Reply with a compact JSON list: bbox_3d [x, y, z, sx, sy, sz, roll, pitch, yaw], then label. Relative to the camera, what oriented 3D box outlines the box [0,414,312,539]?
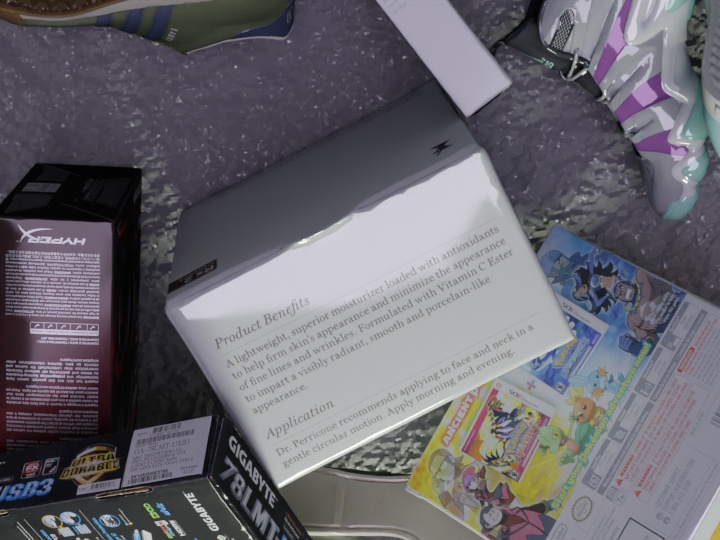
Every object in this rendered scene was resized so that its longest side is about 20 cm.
[{"bbox_3d":[-0.129,0.174,0.890,0.197,0.050,0.200,-11,134,21],"label":"box"}]

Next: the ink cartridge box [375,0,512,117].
[{"bbox_3d":[0.017,-0.180,0.904,0.039,0.099,0.200,-36,91,8],"label":"ink cartridge box"}]

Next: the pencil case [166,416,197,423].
[{"bbox_3d":[-0.151,0.189,1.029,0.087,0.078,0.200,42,101,12],"label":"pencil case"}]

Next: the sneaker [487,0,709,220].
[{"bbox_3d":[0.145,-0.127,0.963,0.139,0.078,0.202,-6,97,0],"label":"sneaker"}]

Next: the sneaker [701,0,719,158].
[{"bbox_3d":[0.243,-0.141,0.929,0.073,0.201,0.082,12,143,20],"label":"sneaker"}]

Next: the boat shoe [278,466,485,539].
[{"bbox_3d":[0.030,0.172,1.032,0.198,0.057,0.067,9,67,6],"label":"boat shoe"}]

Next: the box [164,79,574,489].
[{"bbox_3d":[0.000,0.000,0.921,0.198,0.200,0.131,-27,108,5],"label":"box"}]

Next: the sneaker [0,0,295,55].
[{"bbox_3d":[-0.132,-0.164,0.932,0.199,0.090,0.068,-2,64,20],"label":"sneaker"}]

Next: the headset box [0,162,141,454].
[{"bbox_3d":[-0.182,0.046,0.949,0.074,0.149,0.202,3,105,-2],"label":"headset box"}]

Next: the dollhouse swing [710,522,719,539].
[{"bbox_3d":[0.190,0.146,1.060,0.181,0.175,0.201,-1,111,-47],"label":"dollhouse swing"}]

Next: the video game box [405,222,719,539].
[{"bbox_3d":[0.151,0.098,0.949,0.182,0.047,0.201,30,89,29],"label":"video game box"}]
